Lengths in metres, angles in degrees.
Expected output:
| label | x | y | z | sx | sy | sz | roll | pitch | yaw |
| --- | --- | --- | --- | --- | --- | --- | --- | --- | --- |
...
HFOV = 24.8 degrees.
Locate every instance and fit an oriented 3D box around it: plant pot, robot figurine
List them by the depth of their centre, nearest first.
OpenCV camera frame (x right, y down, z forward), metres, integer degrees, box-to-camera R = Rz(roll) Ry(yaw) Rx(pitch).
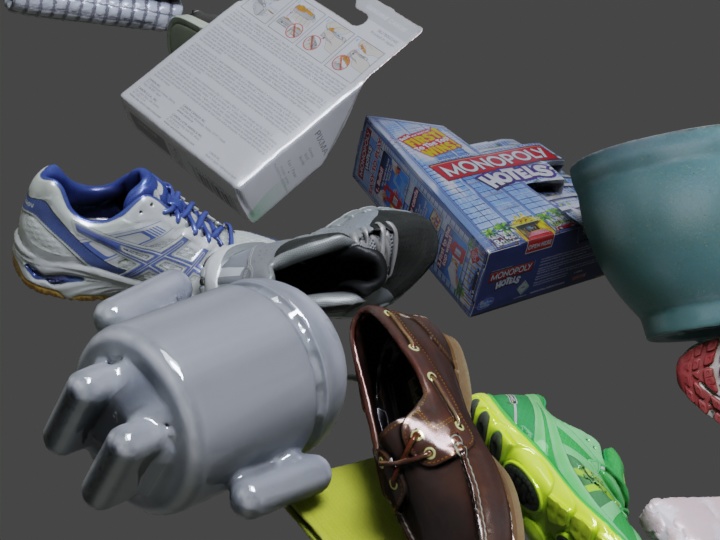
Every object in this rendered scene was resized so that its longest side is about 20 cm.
| label | x | y | z | sx | sy | sz | roll | pitch | yaw |
| --- | --- | --- | --- | --- | --- | --- | --- | --- | --- |
| robot figurine | -0.088 | 0.071 | 0.964 | 0.199 | 0.113 | 0.170 | -19 | 66 | -43 |
| plant pot | 0.258 | -0.020 | 1.186 | 0.199 | 0.135 | 0.200 | -5 | -7 | -1 |

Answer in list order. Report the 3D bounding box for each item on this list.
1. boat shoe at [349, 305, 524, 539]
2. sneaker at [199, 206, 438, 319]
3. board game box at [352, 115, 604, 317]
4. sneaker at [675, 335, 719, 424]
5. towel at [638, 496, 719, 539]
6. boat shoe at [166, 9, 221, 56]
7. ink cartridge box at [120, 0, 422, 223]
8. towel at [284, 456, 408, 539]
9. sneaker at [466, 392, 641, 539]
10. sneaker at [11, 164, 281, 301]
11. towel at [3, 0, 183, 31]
| label | x | y | z | sx | sy | sz | roll | pitch | yaw |
| --- | --- | --- | --- | --- | --- | --- | --- | --- | --- |
| boat shoe | 0.035 | 0.104 | 0.944 | 0.070 | 0.070 | 0.201 | 31 | 27 | -38 |
| sneaker | 0.000 | 0.000 | 1.109 | 0.199 | 0.076 | 0.115 | -16 | 7 | -36 |
| board game box | 0.098 | -0.060 | 1.304 | 0.199 | 0.062 | 0.200 | -15 | 42 | -39 |
| sneaker | 0.321 | 0.080 | 1.176 | 0.199 | 0.078 | 0.082 | 4 | 5 | -9 |
| towel | 0.284 | 0.206 | 0.957 | 0.190 | 0.032 | 0.200 | 4 | 32 | -33 |
| boat shoe | -0.088 | -0.170 | 1.395 | 0.060 | 0.072 | 0.201 | -17 | 40 | -35 |
| ink cartridge box | -0.067 | -0.150 | 1.302 | 0.200 | 0.050 | 0.161 | -40 | 53 | -16 |
| towel | 0.049 | 0.138 | 1.009 | 0.199 | 0.018 | 0.086 | -10 | 35 | -34 |
| sneaker | 0.135 | 0.140 | 0.961 | 0.083 | 0.074 | 0.200 | -14 | 52 | -32 |
| sneaker | -0.135 | -0.023 | 1.123 | 0.199 | 0.089 | 0.075 | 4 | 30 | -19 |
| towel | -0.255 | -0.302 | 1.528 | 0.164 | 0.086 | 0.200 | 2 | 33 | -21 |
